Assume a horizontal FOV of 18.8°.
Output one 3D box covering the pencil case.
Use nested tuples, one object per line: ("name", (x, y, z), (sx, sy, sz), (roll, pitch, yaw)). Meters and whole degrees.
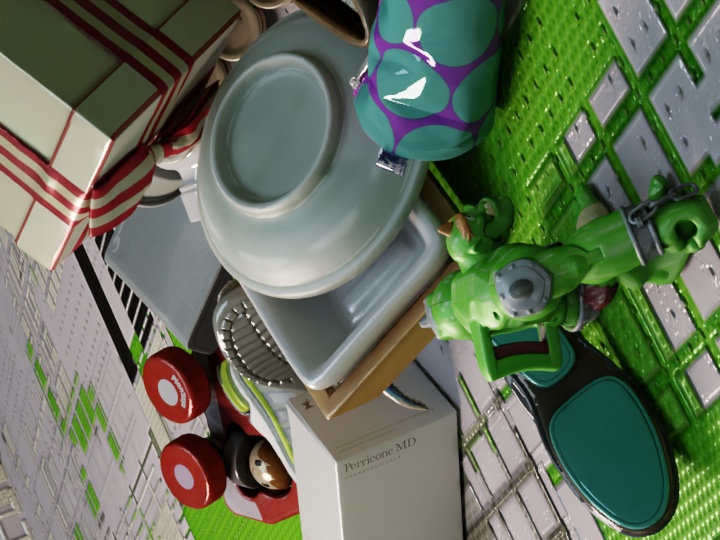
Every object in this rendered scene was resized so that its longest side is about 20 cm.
("pencil case", (0.040, -0.155, 1.270), (0.201, 0.092, 0.085), (94, -170, -47))

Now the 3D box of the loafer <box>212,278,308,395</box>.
("loafer", (-0.048, 0.048, 1.627), (0.200, 0.075, 0.070), (40, -155, -51))

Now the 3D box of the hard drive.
("hard drive", (-0.151, -0.031, 1.883), (0.200, 0.033, 0.140), (40, 109, 55))

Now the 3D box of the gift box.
("gift box", (-0.201, -0.126, 1.512), (0.186, 0.185, 0.200), (37, 145, 4))

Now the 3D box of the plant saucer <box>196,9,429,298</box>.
("plant saucer", (-0.044, -0.084, 1.413), (0.199, 0.050, 0.202), (-13, 69, 37))

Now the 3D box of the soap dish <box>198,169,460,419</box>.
("soap dish", (-0.008, -0.022, 1.452), (0.157, 0.081, 0.200), (-48, 54, 19))

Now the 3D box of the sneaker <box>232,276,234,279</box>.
("sneaker", (-0.053, -0.003, 1.676), (0.074, 0.083, 0.200), (62, 158, 22))

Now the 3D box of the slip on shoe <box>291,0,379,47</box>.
("slip on shoe", (-0.038, -0.205, 1.394), (0.200, 0.060, 0.076), (42, 140, 24))

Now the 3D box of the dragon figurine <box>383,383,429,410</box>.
("dragon figurine", (0.000, 0.000, 1.539), (0.100, 0.059, 0.200), (-48, 61, 23))

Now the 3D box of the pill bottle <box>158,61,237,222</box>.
("pill bottle", (-0.126, -0.145, 1.688), (0.111, 0.111, 0.201), (-8, 101, 70))

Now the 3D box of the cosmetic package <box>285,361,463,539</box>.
("cosmetic package", (0.014, 0.176, 1.639), (0.085, 0.107, 0.201), (48, 153, 45))

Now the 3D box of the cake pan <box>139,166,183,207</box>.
("cake pan", (-0.179, -0.152, 1.748), (0.037, 0.200, 0.201), (-16, 95, 34))

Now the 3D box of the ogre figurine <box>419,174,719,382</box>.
("ogre figurine", (0.107, 0.001, 1.199), (0.200, 0.119, 0.099), (22, 130, 63))

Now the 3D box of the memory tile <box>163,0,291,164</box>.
("memory tile", (-0.140, -0.195, 1.612), (0.153, 0.017, 0.200), (42, 116, 11))

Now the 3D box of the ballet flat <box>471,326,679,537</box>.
("ballet flat", (0.130, 0.077, 1.309), (0.200, 0.073, 0.073), (54, 156, 22))

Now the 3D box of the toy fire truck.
("toy fire truck", (-0.087, 0.130, 1.883), (0.167, 0.112, 0.201), (10, 117, 44))

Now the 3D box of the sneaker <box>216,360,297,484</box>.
("sneaker", (-0.031, 0.121, 1.750), (0.200, 0.074, 0.081), (46, 113, 18))
